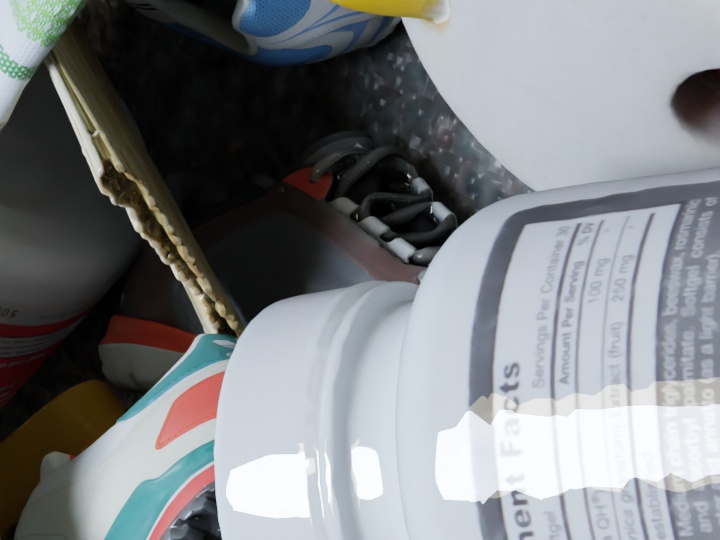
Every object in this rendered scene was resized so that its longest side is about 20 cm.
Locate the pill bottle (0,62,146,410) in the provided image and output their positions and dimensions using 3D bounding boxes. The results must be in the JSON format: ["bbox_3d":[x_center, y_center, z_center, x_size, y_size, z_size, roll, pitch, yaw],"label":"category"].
[{"bbox_3d":[-0.161,0.013,0.927,0.200,0.112,0.112,-46,60,36],"label":"pill bottle"}]

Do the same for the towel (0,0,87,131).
[{"bbox_3d":[-0.106,-0.112,0.770,0.200,0.031,0.149,-51,42,39],"label":"towel"}]

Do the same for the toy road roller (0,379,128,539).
[{"bbox_3d":[-0.095,0.136,0.865,0.200,0.146,0.123,-41,81,3],"label":"toy road roller"}]

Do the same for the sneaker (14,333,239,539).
[{"bbox_3d":[-0.070,0.103,0.762,0.200,0.070,0.093,-54,29,23],"label":"sneaker"}]

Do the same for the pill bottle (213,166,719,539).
[{"bbox_3d":[0.076,0.034,0.574,0.200,0.111,0.111,-7,84,27],"label":"pill bottle"}]

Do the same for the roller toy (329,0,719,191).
[{"bbox_3d":[0.096,-0.096,0.634,0.182,0.200,0.140,43,158,13],"label":"roller toy"}]

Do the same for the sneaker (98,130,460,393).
[{"bbox_3d":[0.000,0.000,0.811,0.200,0.077,0.082,3,85,42],"label":"sneaker"}]

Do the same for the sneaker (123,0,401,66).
[{"bbox_3d":[-0.068,-0.117,0.876,0.200,0.072,0.072,29,110,41],"label":"sneaker"}]

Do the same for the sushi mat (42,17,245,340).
[{"bbox_3d":[-0.079,-0.055,0.813,0.012,0.096,0.200,-30,44,0],"label":"sushi mat"}]
